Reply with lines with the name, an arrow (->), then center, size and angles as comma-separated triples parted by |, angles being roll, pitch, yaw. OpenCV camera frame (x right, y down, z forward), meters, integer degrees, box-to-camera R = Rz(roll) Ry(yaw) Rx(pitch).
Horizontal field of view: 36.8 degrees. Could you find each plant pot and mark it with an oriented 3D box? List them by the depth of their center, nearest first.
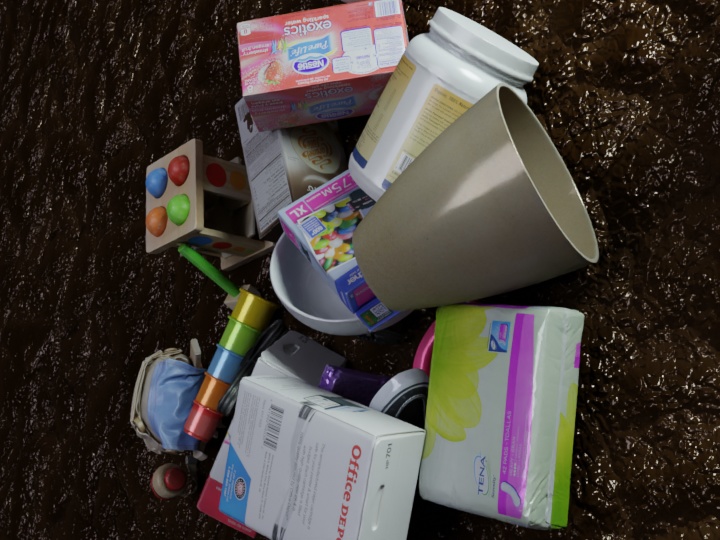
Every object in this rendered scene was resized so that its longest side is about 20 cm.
plant pot -> 0.097, -0.048, 1.043 | 0.199, 0.187, 0.189 | -28, 59, 22

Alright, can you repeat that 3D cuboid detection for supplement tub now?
supplement tub -> 0.089, -0.160, 1.152 | 0.145, 0.143, 0.201 | 48, 117, 43

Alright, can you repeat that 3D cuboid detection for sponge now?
sponge -> -0.025, 0.207, 1.219 | 0.030, 0.111, 0.202 | 33, 106, 48

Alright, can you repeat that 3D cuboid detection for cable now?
cable -> -0.121, 0.121, 1.323 | 0.097, 0.050, 0.200 | -51, 6, 12

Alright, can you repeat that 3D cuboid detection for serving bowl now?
serving bowl -> 0.000, 0.000, 1.225 | 0.197, 0.066, 0.202 | -9, 46, 9

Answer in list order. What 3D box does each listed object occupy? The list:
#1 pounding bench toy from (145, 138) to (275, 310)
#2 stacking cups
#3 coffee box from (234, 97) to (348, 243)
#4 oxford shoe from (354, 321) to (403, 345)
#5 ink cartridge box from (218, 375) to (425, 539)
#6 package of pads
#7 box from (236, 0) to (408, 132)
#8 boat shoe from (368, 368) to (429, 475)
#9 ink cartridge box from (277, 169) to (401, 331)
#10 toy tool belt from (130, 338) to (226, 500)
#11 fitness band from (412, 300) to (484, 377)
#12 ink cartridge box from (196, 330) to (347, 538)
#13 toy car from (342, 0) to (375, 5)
pounding bench toy -> -0.206, -0.052, 1.460 | 0.124, 0.155, 0.203 | -21, 66, 44
stacking cups -> -0.169, 0.128, 1.422 | 0.060, 0.060, 0.202 | 19, 86, 49
coffee box -> -0.080, -0.133, 1.366 | 0.079, 0.113, 0.202 | -36, 57, 38
oxford shoe -> -0.015, 0.030, 1.285 | 0.199, 0.072, 0.085 | 27, 92, 46
ink cartridge box -> -0.043, 0.205, 1.102 | 0.198, 0.085, 0.149 | 16, 98, 40
package of pads -> 0.130, 0.133, 1.037 | 0.154, 0.068, 0.203 | 1, 84, 51
box -> -0.038, -0.241, 1.279 | 0.197, 0.095, 0.104 | -9, 69, 4
boat shoe -> 0.043, 0.188, 1.146 | 0.068, 0.071, 0.201 | 56, 143, 37
ink cartridge box -> 0.004, -0.031, 1.181 | 0.119, 0.042, 0.200 | -31, 48, -11
toy tool belt -> -0.245, 0.203, 1.471 | 0.122, 0.124, 0.203 | -27, 61, 52
fitness band -> 0.126, 0.117, 1.123 | 0.200, 0.037, 0.145 | 40, 112, 47
ink cartridge box -> -0.103, 0.190, 1.281 | 0.085, 0.148, 0.202 | 27, 105, 6
toy car -> -0.011, -0.420, 1.297 | 0.177, 0.149, 0.200 | -63, 11, 13
